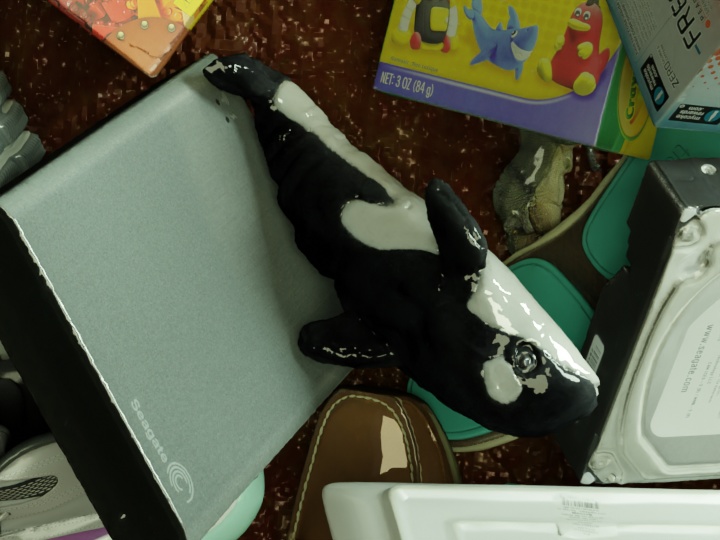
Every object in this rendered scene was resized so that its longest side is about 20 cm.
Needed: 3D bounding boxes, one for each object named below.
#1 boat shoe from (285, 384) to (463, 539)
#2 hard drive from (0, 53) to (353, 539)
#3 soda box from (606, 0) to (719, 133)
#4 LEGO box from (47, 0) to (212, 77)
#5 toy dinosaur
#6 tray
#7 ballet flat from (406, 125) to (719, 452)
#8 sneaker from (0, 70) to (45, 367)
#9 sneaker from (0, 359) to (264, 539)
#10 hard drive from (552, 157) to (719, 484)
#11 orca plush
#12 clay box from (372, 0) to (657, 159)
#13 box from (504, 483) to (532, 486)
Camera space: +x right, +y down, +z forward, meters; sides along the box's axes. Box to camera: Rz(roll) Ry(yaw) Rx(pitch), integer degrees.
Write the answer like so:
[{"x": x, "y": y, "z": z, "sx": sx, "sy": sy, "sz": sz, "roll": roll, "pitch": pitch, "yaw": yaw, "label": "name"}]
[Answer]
[{"x": -0.003, "y": 0.149, "z": 1.035, "sx": 0.075, "sy": 0.074, "sz": 0.202, "roll": 5, "pitch": 96, "yaw": 20, "label": "boat shoe"}, {"x": -0.070, "y": 0.010, "z": 0.964, "sx": 0.033, "sy": 0.200, "sz": 0.140, "roll": -24, "pitch": 100, "yaw": 26, "label": "hard drive"}, {"x": 0.196, "y": -0.090, "z": 0.962, "sx": 0.199, "sy": 0.068, "sz": 0.064, "roll": 4, "pitch": 53, "yaw": -30, "label": "soda box"}, {"x": -0.081, "y": -0.200, "z": 0.997, "sx": 0.149, "sy": 0.077, "sz": 0.200, "roll": 36, "pitch": 91, "yaw": -9, "label": "LEGO box"}, {"x": 0.106, "y": -0.099, "z": 1.048, "sx": 0.087, "sy": 0.047, "sz": 0.202, "roll": 7, "pitch": 92, "yaw": -1, "label": "toy dinosaur"}, {"x": 0.090, "y": 0.115, "z": 0.974, "sx": 0.198, "sy": 0.108, "sz": 0.022, "roll": 3, "pitch": 128, "yaw": -17, "label": "tray"}, {"x": 0.102, "y": 0.006, "z": 1.040, "sx": 0.069, "sy": 0.070, "sz": 0.200, "roll": 42, "pitch": 116, "yaw": -9, "label": "ballet flat"}, {"x": -0.191, "y": -0.038, "z": 1.015, "sx": 0.115, "sy": 0.075, "sz": 0.201, "roll": -11, "pitch": 109, "yaw": 17, "label": "sneaker"}, {"x": -0.149, "y": 0.093, "z": 0.993, "sx": 0.200, "sy": 0.078, "sz": 0.140, "roll": -40, "pitch": 128, "yaw": 0, "label": "sneaker"}, {"x": 0.187, "y": 0.021, "z": 1.017, "sx": 0.199, "sy": 0.038, "sz": 0.140, "roll": -1, "pitch": 129, "yaw": -25, "label": "hard drive"}, {"x": 0.000, "y": 0.000, "z": 0.989, "sx": 0.071, "sy": 0.105, "sz": 0.200, "roll": -39, "pitch": 84, "yaw": -17, "label": "orca plush"}, {"x": 0.082, "y": -0.155, "z": 1.005, "sx": 0.047, "sy": 0.114, "sz": 0.202, "roll": 7, "pitch": 98, "yaw": -52, "label": "clay box"}, {"x": 0.069, "y": 0.193, "z": 0.981, "sx": 0.048, "sy": 0.201, "sz": 0.118, "roll": 7, "pitch": 127, "yaw": -8, "label": "box"}]
